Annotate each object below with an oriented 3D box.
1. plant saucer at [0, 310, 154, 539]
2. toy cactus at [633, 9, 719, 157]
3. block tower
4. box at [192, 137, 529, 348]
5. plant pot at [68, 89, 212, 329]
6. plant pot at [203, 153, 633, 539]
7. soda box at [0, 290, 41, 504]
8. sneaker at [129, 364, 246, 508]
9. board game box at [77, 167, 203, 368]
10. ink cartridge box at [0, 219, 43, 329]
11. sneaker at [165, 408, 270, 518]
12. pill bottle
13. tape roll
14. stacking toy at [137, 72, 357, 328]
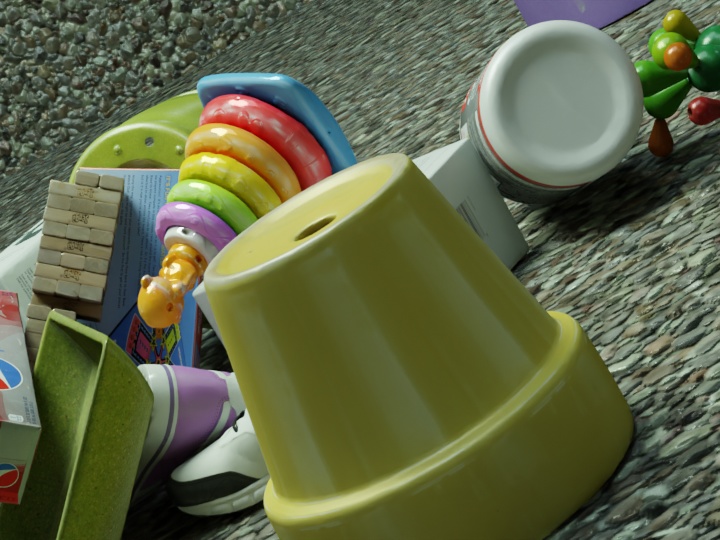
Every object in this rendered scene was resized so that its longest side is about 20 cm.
[{"bbox_3d":[-0.187,0.136,1.476,0.200,0.048,0.201,-167,91,-71],"label":"plant saucer"},{"bbox_3d":[0.272,-0.139,1.616,0.164,0.103,0.200,-13,10,-5],"label":"toy cactus"},{"bbox_3d":[-0.213,0.031,1.640,0.054,0.201,0.058,10,-8,-4],"label":"block tower"},{"bbox_3d":[0.000,0.000,1.638,0.199,0.098,0.124,-20,17,38],"label":"box"},{"bbox_3d":[-0.140,-0.048,1.791,0.200,0.201,0.193,-28,-5,14],"label":"plant pot"},{"bbox_3d":[0.016,0.050,1.215,0.200,0.189,0.201,-29,14,8],"label":"plant pot"},{"bbox_3d":[-0.267,0.079,1.559,0.200,0.070,0.064,-116,41,-61],"label":"soda box"},{"bbox_3d":[-0.121,0.122,1.561,0.114,0.073,0.200,0,-21,-25],"label":"sneaker"},{"bbox_3d":[-0.166,0.025,1.673,0.102,0.201,0.019,2,-8,15],"label":"board game box"},{"bbox_3d":[-0.247,0.028,1.981,0.083,0.147,0.200,-22,15,38],"label":"ink cartridge box"},{"bbox_3d":[-0.044,0.088,1.455,0.199,0.080,0.074,-30,15,11],"label":"sneaker"},{"bbox_3d":[0.132,-0.109,1.650,0.116,0.116,0.200,-32,-2,-6],"label":"pill bottle"},{"bbox_3d":[0.245,-0.311,2.276,0.199,0.085,0.200,-30,14,8],"label":"tape roll"},{"bbox_3d":[-0.100,-0.037,1.603,0.109,0.116,0.200,2,49,43],"label":"stacking toy"}]
